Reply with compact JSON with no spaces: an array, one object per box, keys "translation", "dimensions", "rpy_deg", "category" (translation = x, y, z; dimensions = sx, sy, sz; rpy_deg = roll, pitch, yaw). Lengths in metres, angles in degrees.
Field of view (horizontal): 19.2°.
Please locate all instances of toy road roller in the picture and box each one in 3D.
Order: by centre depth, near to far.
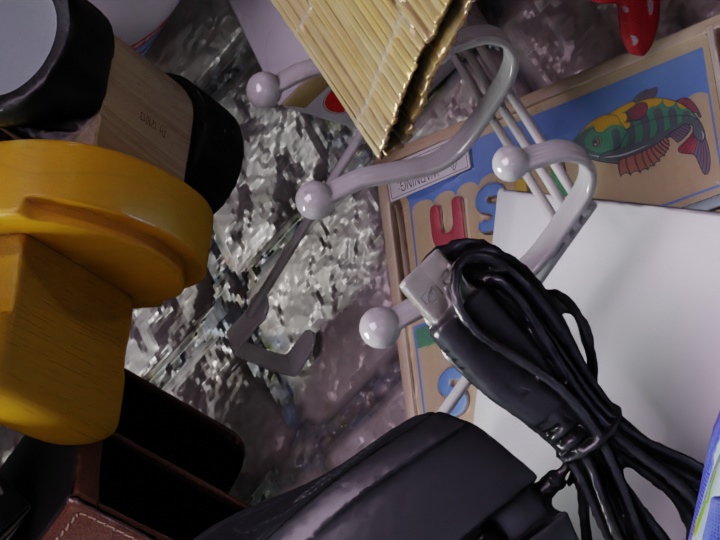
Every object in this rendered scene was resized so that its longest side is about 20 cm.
[{"translation":[-0.149,-0.014,0.781],"dimensions":[0.199,0.123,0.147],"rpy_deg":[-5,67,28],"category":"toy road roller"}]

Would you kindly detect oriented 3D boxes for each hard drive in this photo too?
[{"translation":[0.092,0.079,0.699],"dimensions":[0.132,0.027,0.201],"rpy_deg":[8,94,40],"category":"hard drive"}]

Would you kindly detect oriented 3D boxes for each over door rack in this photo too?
[{"translation":[0.000,0.000,0.743],"dimensions":[0.148,0.066,0.200],"rpy_deg":[-115,39,-47],"category":"over door rack"}]

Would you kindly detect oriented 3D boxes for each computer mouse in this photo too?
[{"translation":[0.006,0.095,0.664],"dimensions":[0.200,0.053,0.139],"rpy_deg":[-39,100,23],"category":"computer mouse"}]

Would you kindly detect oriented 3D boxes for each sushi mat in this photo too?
[{"translation":[-0.023,-0.140,0.692],"dimensions":[0.200,0.012,0.096],"rpy_deg":[57,139,27],"category":"sushi mat"}]

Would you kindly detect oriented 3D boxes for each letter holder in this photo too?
[{"translation":[-0.104,0.160,0.849],"dimensions":[0.200,0.142,0.101],"rpy_deg":[-51,20,22],"category":"letter holder"}]

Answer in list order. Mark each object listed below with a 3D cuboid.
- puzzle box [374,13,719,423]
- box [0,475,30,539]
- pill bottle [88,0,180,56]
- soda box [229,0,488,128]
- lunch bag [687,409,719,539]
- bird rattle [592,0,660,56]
[{"translation":[0.093,-0.006,0.745],"dimensions":[0.200,0.025,0.134],"rpy_deg":[-21,68,37],"category":"puzzle box"},{"translation":[-0.243,0.080,0.795],"dimensions":[0.200,0.046,0.159],"rpy_deg":[42,116,1],"category":"box"},{"translation":[-0.124,-0.127,0.852],"dimensions":[0.200,0.108,0.109],"rpy_deg":[148,125,-71],"category":"pill bottle"},{"translation":[-0.027,-0.153,0.857],"dimensions":[0.068,0.064,0.200],"rpy_deg":[-43,56,27],"category":"soda box"},{"translation":[0.132,0.126,0.561],"dimensions":[0.127,0.200,0.171],"rpy_deg":[16,92,38],"category":"lunch bag"},{"translation":[0.040,-0.169,0.745],"dimensions":[0.113,0.163,0.201],"rpy_deg":[-51,39,44],"category":"bird rattle"}]
